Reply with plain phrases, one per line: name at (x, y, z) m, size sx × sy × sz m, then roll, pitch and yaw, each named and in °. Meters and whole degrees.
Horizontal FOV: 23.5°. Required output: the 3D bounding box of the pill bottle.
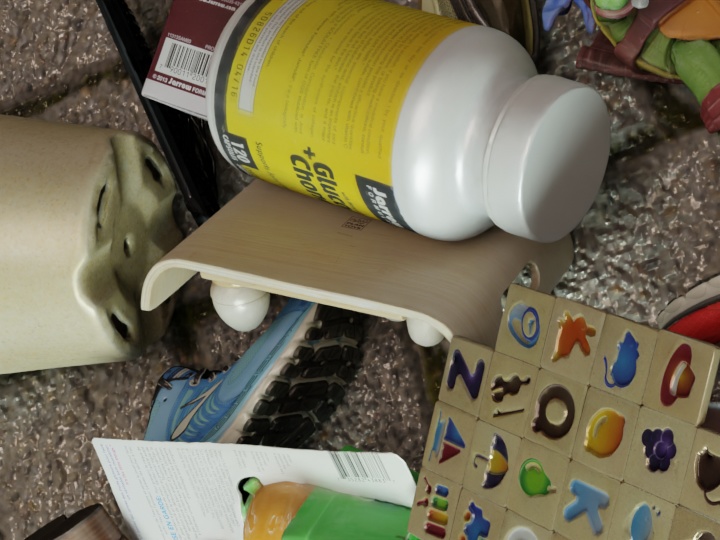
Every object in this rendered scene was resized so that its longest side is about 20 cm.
pill bottle at (0.024, -0.080, 0.902) m, size 0.200 × 0.112 × 0.112 m, roll 20°, pitch 93°, yaw 35°

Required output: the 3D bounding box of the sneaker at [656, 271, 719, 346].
sneaker at (0.242, 0.030, 0.847) m, size 0.200 × 0.077 × 0.085 m, roll -9°, pitch 85°, yaw 26°

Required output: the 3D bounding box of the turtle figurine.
turtle figurine at (0.190, -0.142, 0.856) m, size 0.200 × 0.144 × 0.194 m, roll -42°, pitch 71°, yaw 20°

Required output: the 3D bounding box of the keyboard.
keyboard at (-0.114, -0.109, 1.035) m, size 0.040 × 0.104 × 0.200 m, roll -24°, pitch 72°, yaw -2°

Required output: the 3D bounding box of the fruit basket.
fruit basket at (-0.034, 0.163, 0.937) m, size 0.200 × 0.094 × 0.185 m, roll 1°, pitch 123°, yaw 36°

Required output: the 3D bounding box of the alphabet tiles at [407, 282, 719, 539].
alphabet tiles at (0.091, 0.099, 0.760) m, size 0.200 × 0.006 × 0.167 m, roll 19°, pitch 98°, yaw 54°

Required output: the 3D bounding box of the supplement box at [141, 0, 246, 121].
supplement box at (-0.044, -0.177, 0.997) m, size 0.061 × 0.109 × 0.200 m, roll 21°, pitch 92°, yaw 28°

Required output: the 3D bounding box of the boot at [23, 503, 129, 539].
boot at (-0.137, 0.239, 1.016) m, size 0.200 × 0.064 × 0.186 m, roll 56°, pitch 153°, yaw -4°

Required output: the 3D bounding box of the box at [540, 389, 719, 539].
box at (0.183, 0.164, 0.806) m, size 0.166 × 0.164 × 0.200 m, roll 5°, pitch 85°, yaw 28°

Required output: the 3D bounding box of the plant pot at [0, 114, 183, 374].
plant pot at (-0.212, -0.016, 1.027) m, size 0.183 × 0.200 × 0.201 m, roll 0°, pitch 84°, yaw 17°

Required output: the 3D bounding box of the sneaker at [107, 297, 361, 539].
sneaker at (-0.083, 0.076, 1.003) m, size 0.200 × 0.078 × 0.090 m, roll -50°, pitch 62°, yaw 13°

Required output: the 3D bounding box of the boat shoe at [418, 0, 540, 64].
boat shoe at (0.062, -0.194, 0.959) m, size 0.065 × 0.073 × 0.200 m, roll -21°, pitch 82°, yaw 54°

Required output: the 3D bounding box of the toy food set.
toy food set at (0.000, 0.000, 0.940) m, size 0.200 × 0.144 × 0.061 m, roll 12°, pitch 123°, yaw 25°
